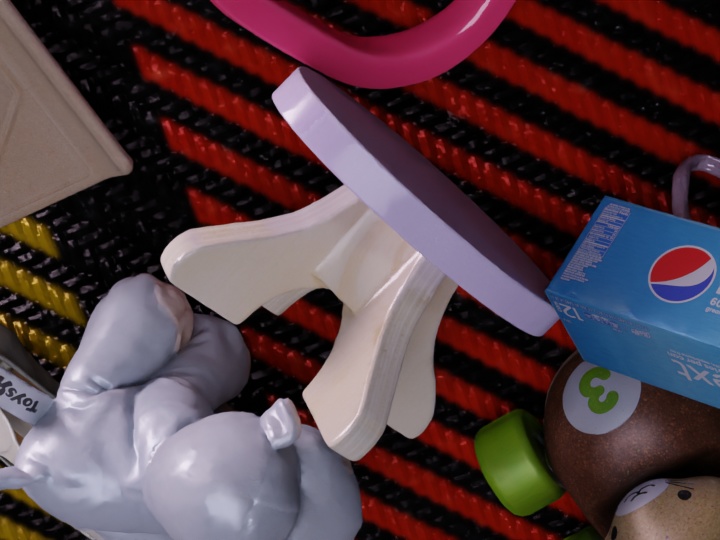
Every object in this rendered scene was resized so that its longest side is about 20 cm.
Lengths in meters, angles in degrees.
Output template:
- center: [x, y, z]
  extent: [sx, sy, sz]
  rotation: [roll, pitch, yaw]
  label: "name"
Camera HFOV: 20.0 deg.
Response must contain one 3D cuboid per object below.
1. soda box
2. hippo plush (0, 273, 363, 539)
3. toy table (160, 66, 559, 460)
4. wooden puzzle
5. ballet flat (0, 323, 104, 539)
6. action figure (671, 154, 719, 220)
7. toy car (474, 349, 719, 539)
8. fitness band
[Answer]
- center: [0.192, 0.030, 0.975]
  extent: [0.200, 0.064, 0.068]
  rotation: [20, 156, 37]
  label: "soda box"
- center: [-0.082, 0.084, 1.041]
  extent: [0.160, 0.200, 0.160]
  rotation: [5, 75, 40]
  label: "hippo plush"
- center: [0.000, 0.000, 1.029]
  extent: [0.200, 0.184, 0.117]
  rotation: [39, 102, -23]
  label: "toy table"
- center: [-0.247, -0.084, 1.074]
  extent: [0.200, 0.037, 0.185]
  rotation: [-20, 132, 16]
  label: "wooden puzzle"
- center: [-0.169, 0.107, 1.140]
  extent: [0.200, 0.064, 0.067]
  rotation: [43, 109, -8]
  label: "ballet flat"
- center: [0.266, 0.009, 1.013]
  extent: [0.149, 0.134, 0.200]
  rotation: [-28, 120, 39]
  label: "action figure"
- center: [0.154, 0.127, 1.026]
  extent: [0.164, 0.200, 0.158]
  rotation: [-31, 102, 16]
  label: "toy car"
- center: [-0.002, -0.168, 0.987]
  extent: [0.200, 0.037, 0.144]
  rotation: [27, 108, -40]
  label: "fitness band"
